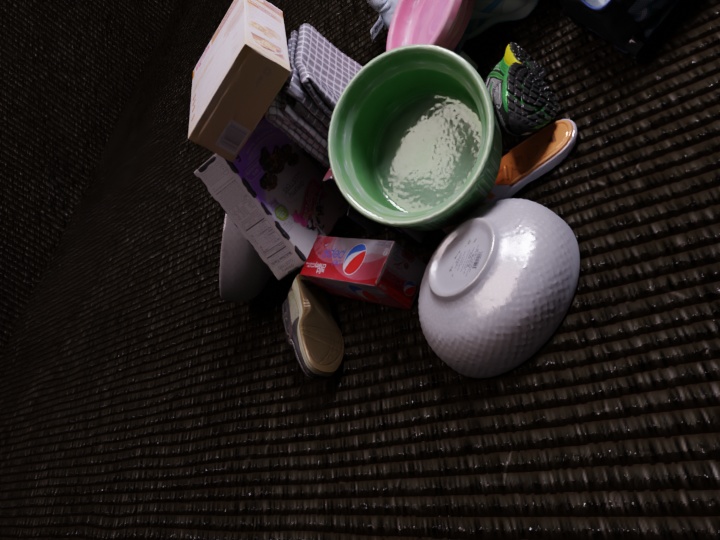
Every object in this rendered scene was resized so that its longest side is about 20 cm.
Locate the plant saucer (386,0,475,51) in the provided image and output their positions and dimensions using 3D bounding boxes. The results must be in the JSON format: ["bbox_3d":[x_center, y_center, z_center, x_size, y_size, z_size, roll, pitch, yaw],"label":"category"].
[{"bbox_3d":[0.106,-0.372,1.182,0.201,0.050,0.205,-45,36,47],"label":"plant saucer"}]

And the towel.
[{"bbox_3d":[-0.038,-0.240,1.161,0.085,0.199,0.168,-31,39,32],"label":"towel"}]

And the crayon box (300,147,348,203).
[{"bbox_3d":[-0.050,-0.206,1.308,0.051,0.126,0.202,-37,34,13],"label":"crayon box"}]

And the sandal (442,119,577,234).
[{"bbox_3d":[0.163,-0.126,0.983,0.206,0.059,0.080,-38,34,29],"label":"sandal"}]

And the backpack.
[{"bbox_3d":[0.311,-0.378,0.921,0.200,0.146,0.184,-45,33,13],"label":"backpack"}]

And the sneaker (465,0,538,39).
[{"bbox_3d":[0.177,-0.405,1.213,0.198,0.080,0.078,-5,58,56],"label":"sneaker"}]

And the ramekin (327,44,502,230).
[{"bbox_3d":[0.069,-0.143,0.937,0.195,0.097,0.206,-4,81,23],"label":"ramekin"}]

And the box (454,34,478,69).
[{"bbox_3d":[0.093,-0.255,1.224,0.203,0.047,0.121,-59,29,-2],"label":"box"}]

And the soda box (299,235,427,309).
[{"bbox_3d":[0.000,0.000,1.094,0.198,0.069,0.065,6,68,58],"label":"soda box"}]

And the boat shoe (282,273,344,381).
[{"bbox_3d":[-0.070,0.087,1.125,0.065,0.072,0.202,-54,24,25],"label":"boat shoe"}]

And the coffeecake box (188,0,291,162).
[{"bbox_3d":[-0.169,-0.273,1.124,0.154,0.072,0.202,-51,30,27],"label":"coffeecake box"}]

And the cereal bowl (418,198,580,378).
[{"bbox_3d":[0.133,0.006,0.879,0.199,0.083,0.203,-38,33,30],"label":"cereal bowl"}]

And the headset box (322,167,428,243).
[{"bbox_3d":[0.054,-0.143,1.062,0.202,0.147,0.075,-57,11,-4],"label":"headset box"}]

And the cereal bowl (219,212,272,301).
[{"bbox_3d":[-0.171,-0.047,1.322,0.200,0.081,0.206,-171,90,-88],"label":"cereal bowl"}]

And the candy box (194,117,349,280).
[{"bbox_3d":[-0.126,-0.119,1.222,0.071,0.201,0.169,-28,17,37],"label":"candy box"}]

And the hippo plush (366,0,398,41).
[{"bbox_3d":[0.083,-0.490,1.358,0.159,0.158,0.204,-27,40,41],"label":"hippo plush"}]

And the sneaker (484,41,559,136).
[{"bbox_3d":[0.190,-0.207,1.008,0.086,0.077,0.201,-51,11,28],"label":"sneaker"}]
